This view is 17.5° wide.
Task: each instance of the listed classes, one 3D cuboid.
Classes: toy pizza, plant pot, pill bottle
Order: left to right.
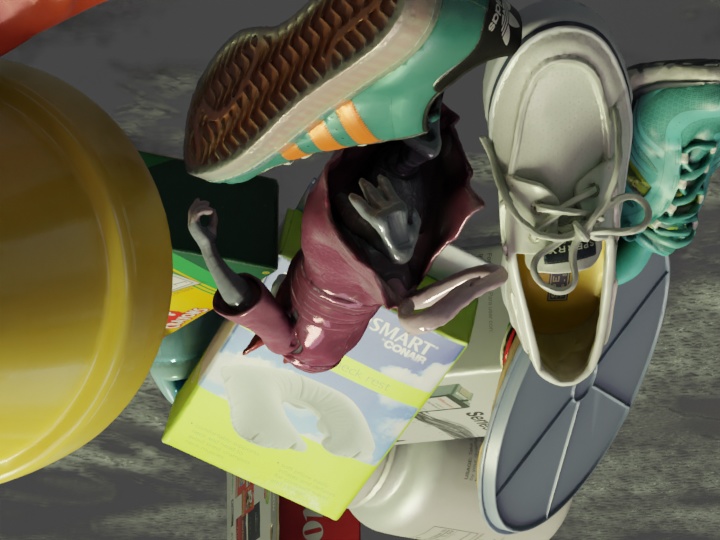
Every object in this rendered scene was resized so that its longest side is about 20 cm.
[{"bbox_3d":[-0.203,0.007,1.038,0.199,0.203,0.189,-5,-175,13],"label":"plant pot"},{"bbox_3d":[0.047,0.132,1.647,0.199,0.115,0.114,14,157,-37],"label":"pill bottle"},{"bbox_3d":[0.117,0.057,1.341,0.032,0.201,0.200,26,173,25],"label":"toy pizza"}]

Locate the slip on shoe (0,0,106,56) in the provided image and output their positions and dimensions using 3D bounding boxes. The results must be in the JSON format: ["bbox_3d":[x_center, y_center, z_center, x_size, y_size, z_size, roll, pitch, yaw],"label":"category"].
[{"bbox_3d":[-0.161,-0.113,0.986,0.198,0.062,0.074,-9,158,20],"label":"slip on shoe"}]

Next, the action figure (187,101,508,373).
[{"bbox_3d":[0.000,0.000,1.176,0.133,0.149,0.200,-26,159,-37],"label":"action figure"}]

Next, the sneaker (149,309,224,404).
[{"bbox_3d":[-0.098,0.065,1.492,0.073,0.083,0.200,-5,161,16],"label":"sneaker"}]

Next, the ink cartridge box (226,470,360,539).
[{"bbox_3d":[-0.047,0.230,1.801,0.083,0.202,0.176,4,163,-15],"label":"ink cartridge box"}]

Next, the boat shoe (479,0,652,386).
[{"bbox_3d":[0.095,-0.024,1.096,0.074,0.086,0.203,-4,131,-5],"label":"boat shoe"}]

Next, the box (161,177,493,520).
[{"bbox_3d":[-0.020,0.050,1.332,0.121,0.048,0.200,25,132,-10],"label":"box"}]

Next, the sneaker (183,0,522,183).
[{"bbox_3d":[-0.007,-0.081,1.065,0.079,0.072,0.200,18,154,-31],"label":"sneaker"}]

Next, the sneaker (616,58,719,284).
[{"bbox_3d":[0.156,-0.050,1.153,0.077,0.080,0.200,4,161,-12],"label":"sneaker"}]

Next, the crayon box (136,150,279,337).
[{"bbox_3d":[-0.166,-0.011,1.296,0.171,0.059,0.200,10,159,-28],"label":"crayon box"}]

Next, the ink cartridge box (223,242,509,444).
[{"bbox_3d":[0.031,0.050,1.444,0.198,0.085,0.146,-7,160,18],"label":"ink cartridge box"}]
